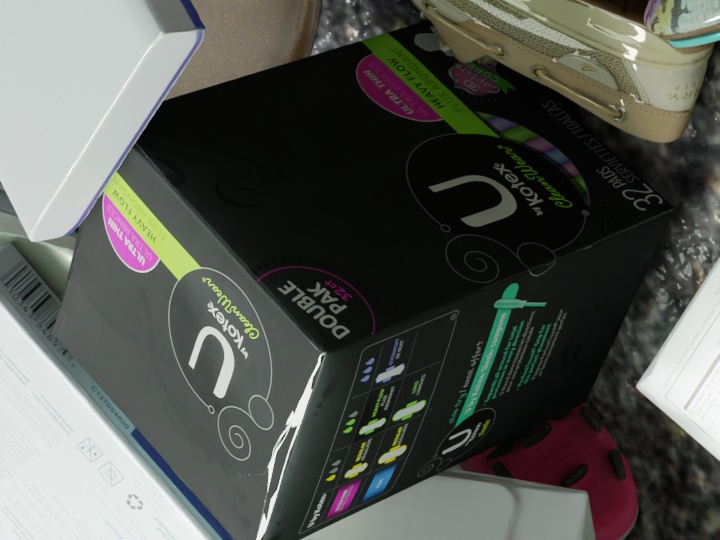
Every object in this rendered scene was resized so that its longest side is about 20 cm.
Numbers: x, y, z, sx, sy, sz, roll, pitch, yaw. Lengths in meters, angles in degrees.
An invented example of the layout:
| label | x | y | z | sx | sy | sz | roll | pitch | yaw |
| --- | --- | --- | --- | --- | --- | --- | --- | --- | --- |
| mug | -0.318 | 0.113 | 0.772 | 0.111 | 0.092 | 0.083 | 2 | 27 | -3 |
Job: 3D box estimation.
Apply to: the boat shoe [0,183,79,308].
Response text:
| label | x | y | z | sx | sy | sz | roll | pitch | yaw |
| --- | --- | --- | --- | --- | --- | --- | --- | --- | --- |
| boat shoe | -0.183 | -0.015 | 1.204 | 0.200 | 0.072 | 0.070 | 24 | 125 | 7 |

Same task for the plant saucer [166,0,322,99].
| label | x | y | z | sx | sy | sz | roll | pitch | yaw |
| --- | --- | --- | --- | --- | --- | --- | --- | --- | --- |
| plant saucer | -0.102 | -0.136 | 1.048 | 0.200 | 0.032 | 0.201 | 3 | 97 | 25 |

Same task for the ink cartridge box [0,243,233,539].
| label | x | y | z | sx | sy | sz | roll | pitch | yaw |
| --- | --- | --- | --- | --- | --- | --- | --- | --- | --- |
| ink cartridge box | -0.190 | 0.113 | 1.210 | 0.200 | 0.041 | 0.200 | -35 | 99 | 33 |

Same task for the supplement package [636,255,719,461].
| label | x | y | z | sx | sy | sz | roll | pitch | yaw |
| --- | --- | --- | --- | --- | --- | --- | --- | --- | --- |
| supplement package | 0.238 | 0.029 | 0.786 | 0.200 | 0.152 | 0.151 | 42 | 135 | 17 |

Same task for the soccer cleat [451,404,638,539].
| label | x | y | z | sx | sy | sz | roll | pitch | yaw |
| --- | --- | --- | --- | --- | --- | --- | --- | --- | --- |
| soccer cleat | 0.048 | 0.077 | 1.060 | 0.200 | 0.070 | 0.086 | 36 | 148 | 26 |

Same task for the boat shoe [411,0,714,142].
| label | x | y | z | sx | sy | sz | roll | pitch | yaw |
| --- | --- | --- | --- | --- | --- | --- | --- | --- | --- |
| boat shoe | 0.052 | -0.114 | 0.934 | 0.200 | 0.071 | 0.065 | 30 | 130 | 25 |

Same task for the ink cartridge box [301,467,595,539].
| label | x | y | z | sx | sy | sz | roll | pitch | yaw |
| --- | --- | --- | --- | --- | --- | --- | --- | --- | --- |
| ink cartridge box | 0.028 | 0.195 | 0.992 | 0.144 | 0.148 | 0.200 | 6 | 146 | 15 |

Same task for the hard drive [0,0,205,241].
| label | x | y | z | sx | sy | sz | roll | pitch | yaw |
| --- | --- | --- | --- | --- | --- | --- | --- | --- | --- |
| hard drive | -0.138 | -0.131 | 0.878 | 0.132 | 0.025 | 0.200 | -50 | 62 | 44 |

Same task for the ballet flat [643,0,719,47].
| label | x | y | z | sx | sy | sz | roll | pitch | yaw |
| --- | --- | --- | --- | --- | --- | --- | --- | --- | --- |
| ballet flat | 0.176 | -0.139 | 0.798 | 0.200 | 0.069 | 0.071 | -14 | 126 | 39 |

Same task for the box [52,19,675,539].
| label | x | y | z | sx | sy | sz | roll | pitch | yaw |
| --- | --- | --- | --- | --- | --- | --- | --- | --- | --- |
| box | 0.000 | 0.000 | 0.937 | 0.149 | 0.200 | 0.125 | 46 | 137 | 28 |
